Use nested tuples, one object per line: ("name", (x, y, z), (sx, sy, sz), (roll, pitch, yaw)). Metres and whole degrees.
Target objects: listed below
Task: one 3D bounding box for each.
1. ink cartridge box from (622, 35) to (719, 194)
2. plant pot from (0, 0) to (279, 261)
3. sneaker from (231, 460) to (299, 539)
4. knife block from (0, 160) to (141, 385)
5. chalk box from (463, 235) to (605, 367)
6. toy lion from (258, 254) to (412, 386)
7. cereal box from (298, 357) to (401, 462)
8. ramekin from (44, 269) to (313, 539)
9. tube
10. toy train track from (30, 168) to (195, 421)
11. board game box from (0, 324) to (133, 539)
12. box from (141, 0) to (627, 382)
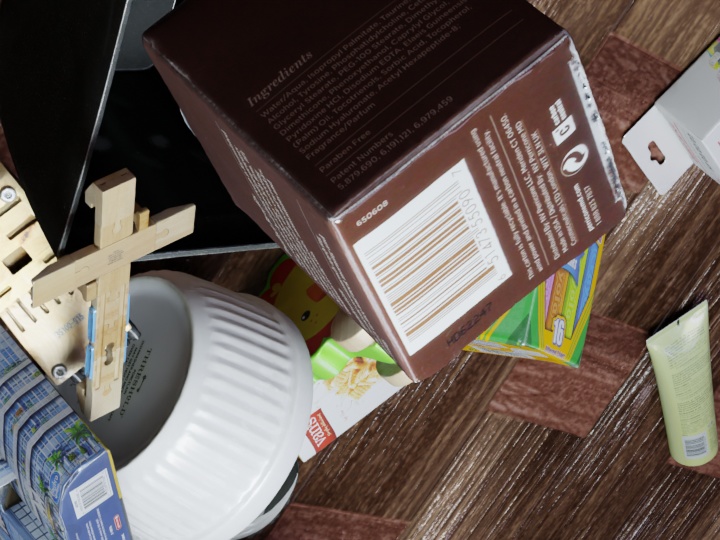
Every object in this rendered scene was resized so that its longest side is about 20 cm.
("ink cartridge box", (0.336, -0.145, 1.769), (0.200, 0.068, 0.115), (-46, 142, 1))
("plant pot", (-0.124, -0.138, 1.266), (0.199, 0.177, 0.200), (-6, 127, -39))
("sneaker", (-0.135, 0.180, 1.631), (0.200, 0.074, 0.079), (-17, 129, -31))
("knife block", (-0.222, -0.005, 1.349), (0.064, 0.176, 0.200), (-38, 117, -4))
("chalk box", (0.115, -0.037, 1.577), (0.124, 0.125, 0.200), (22, 77, -61))
("toy lion", (0.000, 0.000, 1.512), (0.069, 0.192, 0.200), (37, 76, -30))
("cereal box", (0.001, 0.054, 1.665), (0.200, 0.040, 0.144), (-38, 140, -9))
("ramekin", (-0.142, 0.095, 1.452), (0.105, 0.200, 0.200), (31, 101, -42))
("tube", (0.326, 0.115, 2.019), (0.200, 0.052, 0.058), (73, 27, -45))
("toy train track", (-0.158, 0.012, 1.209), (0.115, 0.033, 0.200), (-27, 145, -32))
("board game box", (-0.232, 0.124, 1.346), (0.062, 0.200, 0.200), (-34, 147, -21))
("box", (0.015, -0.082, 1.139), (0.164, 0.200, 0.166), (-39, 142, -8))
